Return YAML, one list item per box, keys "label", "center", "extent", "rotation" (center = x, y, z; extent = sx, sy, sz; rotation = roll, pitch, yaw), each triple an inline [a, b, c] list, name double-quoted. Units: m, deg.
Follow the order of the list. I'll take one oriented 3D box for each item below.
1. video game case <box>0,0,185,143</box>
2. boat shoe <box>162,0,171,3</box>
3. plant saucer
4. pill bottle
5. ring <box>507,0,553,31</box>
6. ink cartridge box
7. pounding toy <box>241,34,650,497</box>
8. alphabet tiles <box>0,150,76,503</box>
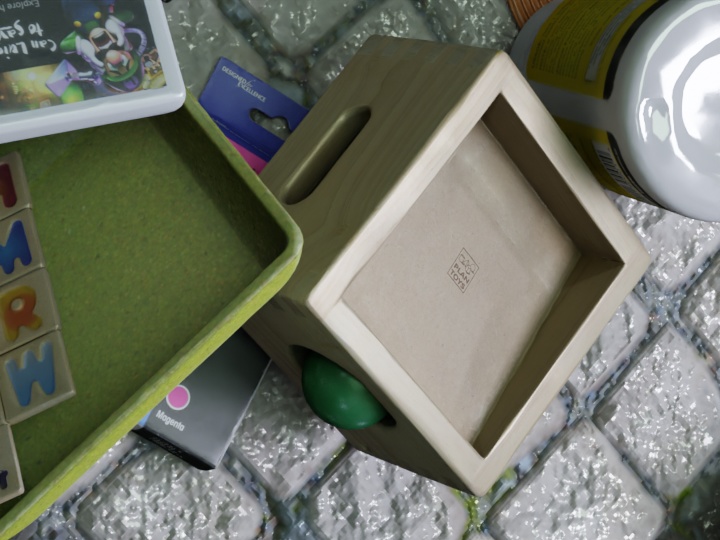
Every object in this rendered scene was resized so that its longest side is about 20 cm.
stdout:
- label: "video game case"
  center: [-0.193, -0.139, 0.818]
  extent: [0.200, 0.023, 0.182]
  rotation: [-12, 79, -19]
- label: "boat shoe"
  center: [-0.058, -0.220, 0.985]
  extent: [0.065, 0.072, 0.200]
  rotation: [29, 69, -12]
- label: "plant saucer"
  center: [-0.133, 0.004, 0.865]
  extent: [0.200, 0.200, 0.048]
  rotation: [-43, 142, 5]
- label: "pill bottle"
  center: [0.151, -0.094, 0.976]
  extent: [0.114, 0.200, 0.115]
  rotation: [-3, 101, -14]
- label: "ring"
  center: [0.172, -0.187, 1.103]
  extent: [0.200, 0.019, 0.201]
  rotation: [3, 83, -22]
- label: "ink cartridge box"
  center: [-0.074, -0.007, 0.976]
  extent: [0.095, 0.037, 0.200]
  rotation: [31, 72, -17]
- label: "pounding toy"
  center: [0.000, 0.000, 0.932]
  extent: [0.200, 0.142, 0.184]
  rotation: [-52, 125, -17]
- label: "alphabet tiles"
  center: [-0.213, 0.033, 0.848]
  extent: [0.166, 0.006, 0.200]
  rotation: [-25, 58, 9]
